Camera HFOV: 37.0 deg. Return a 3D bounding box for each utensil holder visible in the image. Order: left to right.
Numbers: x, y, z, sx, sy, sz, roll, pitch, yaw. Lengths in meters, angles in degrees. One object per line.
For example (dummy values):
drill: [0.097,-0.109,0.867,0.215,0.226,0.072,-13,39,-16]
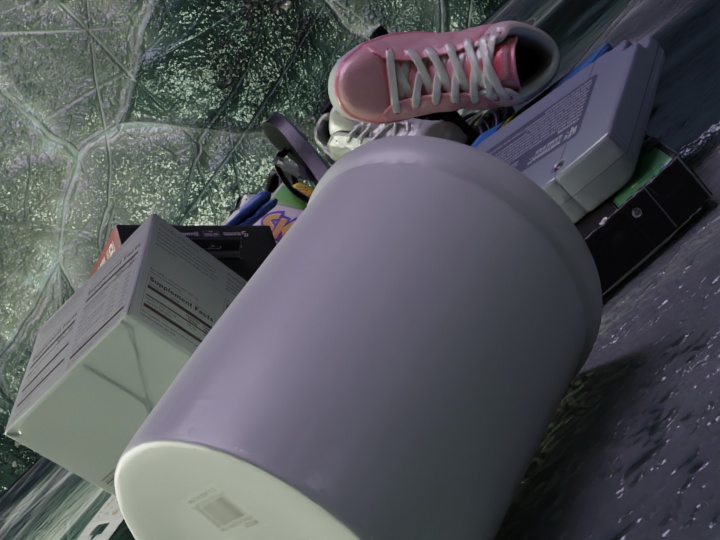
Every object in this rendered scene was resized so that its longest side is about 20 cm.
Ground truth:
utensil holder: [0.005,0.064,0.509,0.169,0.170,0.201,-34,17,49]

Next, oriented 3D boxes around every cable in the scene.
cable: [0.120,-0.152,1.323,0.163,0.051,0.201,-35,13,47]

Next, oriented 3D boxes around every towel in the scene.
towel: [-0.175,0.000,1.044,0.199,0.024,0.147,-36,7,26]

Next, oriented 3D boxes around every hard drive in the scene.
hard drive: [0.121,-0.004,0.684,0.200,0.038,0.140,-44,9,11]

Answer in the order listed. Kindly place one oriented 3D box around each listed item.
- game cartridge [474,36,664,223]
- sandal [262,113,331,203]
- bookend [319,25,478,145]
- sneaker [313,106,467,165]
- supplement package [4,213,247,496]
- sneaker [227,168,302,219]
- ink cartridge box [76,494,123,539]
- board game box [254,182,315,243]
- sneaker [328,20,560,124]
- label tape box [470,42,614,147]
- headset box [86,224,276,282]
game cartridge: [0.110,-0.061,0.709,0.199,0.040,0.134,-34,19,46]
sandal: [-0.051,-0.091,1.070,0.043,0.076,0.200,-38,49,-3]
bookend: [0.015,-0.115,1.152,0.198,0.200,0.092,-41,9,16]
sneaker: [0.016,-0.117,0.999,0.199,0.099,0.079,1,54,56]
supplement package: [-0.128,0.090,0.799,0.155,0.199,0.112,-39,29,27]
sneaker: [-0.129,-0.033,1.164,0.200,0.081,0.073,-45,23,-28]
ink cartridge box: [-0.225,0.234,1.190,0.202,0.057,0.162,-59,15,-27]
board game box: [-0.089,-0.006,1.087,0.201,0.095,0.030,-51,-27,-23]
sneaker: [0.076,-0.170,0.906,0.196,0.077,0.104,-8,6,-16]
label tape box: [0.136,-0.086,0.906,0.145,0.063,0.200,-49,8,-28]
headset box: [-0.160,0.036,0.926,0.147,0.076,0.200,-2,-33,-35]
